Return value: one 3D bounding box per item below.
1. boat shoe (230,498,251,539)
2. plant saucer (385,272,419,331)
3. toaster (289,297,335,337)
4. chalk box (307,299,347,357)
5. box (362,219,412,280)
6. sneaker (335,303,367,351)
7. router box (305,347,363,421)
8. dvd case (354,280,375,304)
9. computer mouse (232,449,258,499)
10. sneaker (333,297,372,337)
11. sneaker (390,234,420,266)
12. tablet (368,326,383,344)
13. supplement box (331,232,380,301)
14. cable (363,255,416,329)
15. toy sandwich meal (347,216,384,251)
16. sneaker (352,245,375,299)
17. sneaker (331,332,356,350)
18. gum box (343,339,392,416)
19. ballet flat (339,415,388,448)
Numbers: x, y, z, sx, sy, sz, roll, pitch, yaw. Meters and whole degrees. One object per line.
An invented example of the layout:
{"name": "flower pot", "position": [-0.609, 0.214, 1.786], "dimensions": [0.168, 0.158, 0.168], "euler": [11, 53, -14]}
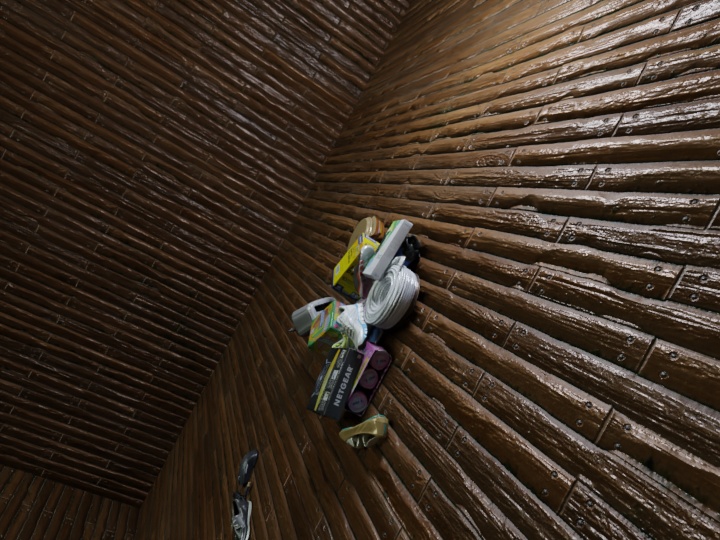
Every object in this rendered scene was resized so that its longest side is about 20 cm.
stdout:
{"name": "boat shoe", "position": [-0.424, 0.886, 1.869], "dimensions": [0.072, 0.067, 0.200], "euler": [-52, 23, 19]}
{"name": "plant saucer", "position": [0.110, 0.090, 1.655], "dimensions": [0.200, 0.032, 0.201], "euler": [-50, 24, 31]}
{"name": "toaster", "position": [-0.164, 0.172, 2.011], "dimensions": [0.129, 0.199, 0.114], "euler": [-33, 75, 43]}
{"name": "chalk box", "position": [-0.074, 0.195, 1.830], "dimensions": [0.200, 0.123, 0.125], "euler": [-45, 26, 39]}
{"name": "box", "position": [0.081, -0.065, 1.670], "dimensions": [0.201, 0.036, 0.144], "euler": [-57, 10, -4]}
{"name": "sneaker", "position": [-0.029, 0.168, 1.581], "dimensions": [0.200, 0.086, 0.076], "euler": [-107, 25, -60]}
{"name": "router box", "position": [-0.076, 0.326, 1.570], "dimensions": [0.157, 0.052, 0.201], "euler": [-16, 49, 65]}
{"name": "dvd case", "position": [0.049, 0.048, 1.877], "dimensions": [0.201, 0.017, 0.143], "euler": [-64, 20, -5]}
{"name": "computer mouse", "position": [-0.448, 0.791, 2.081], "dimensions": [0.140, 0.046, 0.201], "euler": [-18, 47, 64]}
{"name": "sneaker", "position": [0.006, 0.155, 1.725], "dimensions": [0.200, 0.088, 0.081], "euler": [-38, -4, -36]}
{"name": "sneaker", "position": [0.143, -0.072, 1.729], "dimensions": [0.111, 0.077, 0.200], "euler": [-43, 13, 16]}
{"name": "tablet", "position": [0.009, 0.263, 1.686], "dimensions": [0.201, 0.014, 0.130], "euler": [-61, 13, 1]}
{"name": "supplement box", "position": [-0.004, -0.011, 1.897], "dimensions": [0.200, 0.108, 0.110], "euler": [-51, 22, 27]}
{"name": "cable", "position": [0.085, 0.076, 1.591], "dimensions": [0.200, 0.069, 0.201], "euler": [-40, 30, 48]}
{"name": "toy sandwich meal", "position": [0.019, -0.122, 2.114], "dimensions": [0.206, 0.070, 0.206], "euler": [-54, 22, 33]}
{"name": "sneaker", "position": [0.000, 0.000, 1.787], "dimensions": [0.082, 0.077, 0.201], "euler": [35, 133, 40]}
{"name": "sneaker", "position": [-0.068, 0.280, 1.754], "dimensions": [0.201, 0.076, 0.075], "euler": [-60, 7, 8]}
{"name": "gum box", "position": [0.010, 0.303, 1.565], "dimensions": [0.201, 0.066, 0.113], "euler": [-62, 19, 1]}
{"name": "ballet flat", "position": [0.002, 0.435, 1.417], "dimensions": [0.200, 0.068, 0.064], "euler": [-42, 42, 46]}
